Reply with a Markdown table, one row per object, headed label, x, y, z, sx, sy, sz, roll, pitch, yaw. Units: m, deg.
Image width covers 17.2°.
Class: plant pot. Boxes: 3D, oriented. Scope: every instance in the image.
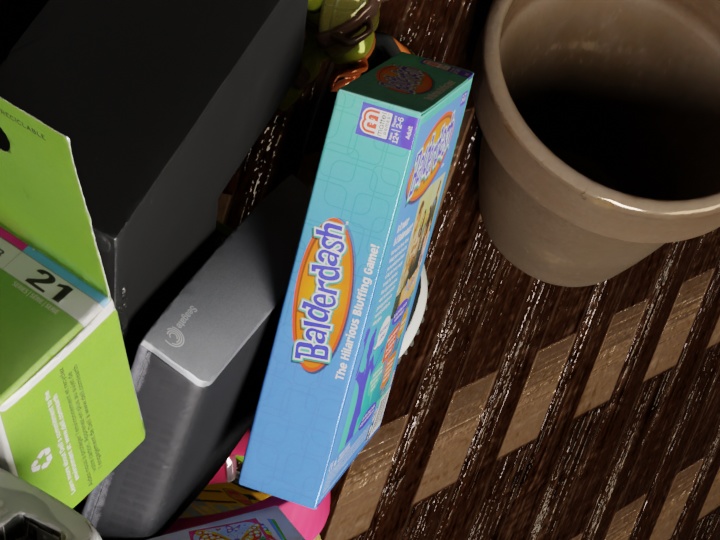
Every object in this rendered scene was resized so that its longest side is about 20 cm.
| label | x | y | z | sx | sy | sz | roll | pitch | yaw |
| --- | --- | --- | --- | --- | --- | --- | --- | --- | --- |
| plant pot | 0.149 | -0.078 | 1.505 | 0.200 | 0.200 | 0.175 | -43 | 169 | -32 |

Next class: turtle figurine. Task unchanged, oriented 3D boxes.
| label | x | y | z | sx | sy | sz | roll | pitch | yaw |
| --- | --- | --- | --- | --- | --- | --- | --- | --- | --- |
| turtle figurine | -0.023 | -0.138 | 1.225 | 0.200 | 0.064 | 0.161 | -55 | 155 | -11 |

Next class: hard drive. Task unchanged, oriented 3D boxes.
| label | x | y | z | sx | sy | sz | roll | pitch | yaw |
| --- | --- | --- | --- | --- | --- | --- | --- | --- | --- |
| hard drive | -0.071 | 0.045 | 1.175 | 0.135 | 0.042 | 0.200 | -69 | 172 | 30 |

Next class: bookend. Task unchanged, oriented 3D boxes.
| label | x | y | z | sx | sy | sz | roll | pitch | yaw |
| --- | --- | --- | --- | --- | --- | --- | --- | --- | --- |
| bookend | -0.105 | -0.055 | 1.133 | 0.200 | 0.092 | 0.199 | -58 | 169 | -29 |

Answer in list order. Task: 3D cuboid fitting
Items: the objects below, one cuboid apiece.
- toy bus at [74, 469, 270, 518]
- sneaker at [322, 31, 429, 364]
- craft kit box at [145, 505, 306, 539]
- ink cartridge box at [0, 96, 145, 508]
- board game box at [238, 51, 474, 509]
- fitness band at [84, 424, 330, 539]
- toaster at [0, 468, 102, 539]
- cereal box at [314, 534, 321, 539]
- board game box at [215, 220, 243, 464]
| label | x | y | z | sx | sy | sz | roll | pitch | yaw |
| --- | --- | --- | --- | --- | --- | --- | --- | --- | --- |
| toy bus | -0.102 | 0.157 | 1.381 | 0.200 | 0.078 | 0.065 | 13 | 107 | -61 |
| sneaker | -0.001 | -0.040 | 1.330 | 0.090 | 0.070 | 0.201 | 52 | 44 | -49 |
| craft kit box | -0.122 | 0.225 | 1.138 | 0.197 | 0.049 | 0.201 | -14 | 125 | -28 |
| ink cartridge box | -0.178 | 0.000 | 0.989 | 0.076 | 0.147 | 0.201 | -45 | 151 | -26 |
| board game box | 0.000 | 0.000 | 1.183 | 0.152 | 0.045 | 0.201 | -42 | 148 | -74 |
| fitness band | -0.114 | 0.121 | 1.214 | 0.144 | 0.199 | 0.038 | -109 | -167 | -70 |
| toaster | -0.171 | 0.165 | 0.944 | 0.200 | 0.113 | 0.130 | -33 | 142 | -47 |
| cereal box | -0.102 | 0.211 | 1.266 | 0.199 | 0.040 | 0.144 | -22 | 139 | -7 |
| board game box | -0.074 | 0.045 | 1.352 | 0.102 | 0.047 | 0.200 | -58 | 156 | -6 |
